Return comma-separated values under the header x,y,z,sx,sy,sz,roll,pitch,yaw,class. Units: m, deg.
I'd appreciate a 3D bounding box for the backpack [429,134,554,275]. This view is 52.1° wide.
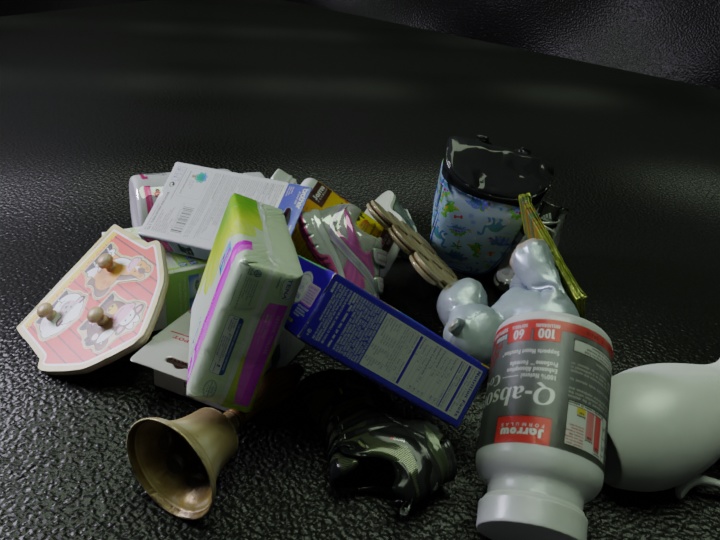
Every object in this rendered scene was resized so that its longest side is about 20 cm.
x,y,z,sx,sy,sz,roll,pitch,yaw,class
0.176,-0.087,1.102,0.163,0.200,0.154,16,70,-2,backpack

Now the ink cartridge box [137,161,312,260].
x,y,z,sx,sy,sz,roll,pitch,yaw,class
-0.168,-0.068,0.936,0.200,0.042,0.119,11,62,19,ink cartridge box

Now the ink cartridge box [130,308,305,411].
x,y,z,sx,sy,sz,roll,pitch,yaw,class
-0.158,0.094,0.851,0.117,0.067,0.200,16,29,19,ink cartridge box

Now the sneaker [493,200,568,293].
x,y,z,sx,sy,sz,roll,pitch,yaw,class
0.261,-0.044,1.126,0.076,0.116,0.200,18,31,22,sneaker

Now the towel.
x,y,z,sx,sy,sz,roll,pitch,yaw,class
0.249,-0.010,0.951,0.018,0.086,0.200,-19,46,4,towel

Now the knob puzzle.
x,y,z,sx,sy,sz,roll,pitch,yaw,class
-0.305,0.036,0.856,0.219,0.030,0.220,-16,48,18,knob puzzle

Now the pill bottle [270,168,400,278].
x,y,z,sx,sy,sz,roll,pitch,yaw,class
-0.051,-0.053,1.020,0.200,0.109,0.109,34,29,-7,pill bottle

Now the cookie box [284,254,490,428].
x,y,z,sx,sy,sz,roll,pitch,yaw,class
0.009,0.068,0.776,0.200,0.075,0.171,32,-4,-22,cookie box

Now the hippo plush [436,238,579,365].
x,y,z,sx,sy,sz,roll,pitch,yaw,class
0.181,0.076,0.906,0.161,0.159,0.200,-19,46,4,hippo plush

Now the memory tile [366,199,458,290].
x,y,z,sx,sy,sz,roll,pitch,yaw,class
0.086,-0.020,1.009,0.153,0.017,0.200,52,12,28,memory tile

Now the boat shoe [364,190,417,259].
x,y,z,sx,sy,sz,roll,pitch,yaw,class
0.053,-0.075,1.226,0.062,0.073,0.200,43,10,-22,boat shoe

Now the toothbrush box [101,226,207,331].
x,y,z,sx,sy,sz,roll,pitch,yaw,class
-0.229,-0.002,0.998,0.200,0.086,0.146,-13,33,-27,toothbrush box

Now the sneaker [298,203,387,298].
x,y,z,sx,sy,sz,roll,pitch,yaw,class
0.000,0.000,0.930,0.088,0.200,0.081,-27,4,-9,sneaker

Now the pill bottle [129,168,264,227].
x,y,z,sx,sy,sz,roll,pitch,yaw,class
-0.247,-0.098,1.138,0.200,0.114,0.113,-8,31,-22,pill bottle

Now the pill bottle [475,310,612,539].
x,y,z,sx,sy,sz,roll,pitch,yaw,class
0.171,0.149,0.688,0.116,0.116,0.200,10,59,9,pill bottle

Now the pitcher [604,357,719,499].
x,y,z,sx,sy,sz,roll,pitch,yaw,class
0.338,0.172,0.754,0.200,0.172,0.121,-17,-11,-12,pitcher

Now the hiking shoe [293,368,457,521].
x,y,z,sx,sy,sz,roll,pitch,yaw,class
-0.006,0.167,0.736,0.200,0.076,0.101,22,35,35,hiking shoe

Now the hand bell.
x,y,z,sx,sy,sz,roll,pitch,yaw,class
-0.121,0.142,0.734,0.104,0.104,0.200,20,31,24,hand bell

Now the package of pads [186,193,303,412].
x,y,z,sx,sy,sz,roll,pitch,yaw,class
-0.119,0.028,0.731,0.068,0.155,0.200,17,19,-18,package of pads
